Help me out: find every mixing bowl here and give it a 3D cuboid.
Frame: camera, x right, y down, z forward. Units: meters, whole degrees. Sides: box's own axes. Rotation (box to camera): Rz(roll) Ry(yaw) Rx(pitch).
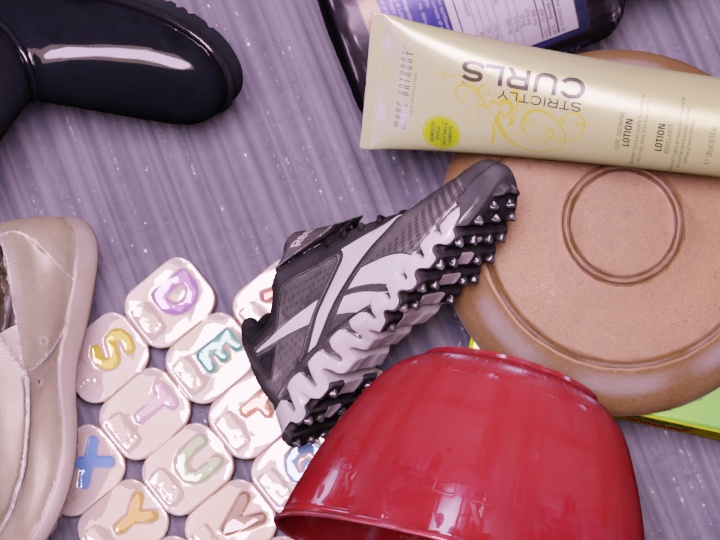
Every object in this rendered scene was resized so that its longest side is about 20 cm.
[{"bbox_3d":[0.063,0.106,0.961,0.198,0.200,0.109,15,75,4],"label":"mixing bowl"}]

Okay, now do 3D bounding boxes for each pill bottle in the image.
[{"bbox_3d":[0.077,-0.165,1.032,0.198,0.112,0.113,-21,82,-1],"label":"pill bottle"}]

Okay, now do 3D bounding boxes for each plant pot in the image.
[{"bbox_3d":[0.140,-0.023,1.005,0.198,0.027,0.202,0,83,3],"label":"plant pot"}]

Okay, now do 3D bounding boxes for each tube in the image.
[{"bbox_3d":[0.099,-0.085,0.977,0.198,0.052,0.059,9,76,4],"label":"tube"}]

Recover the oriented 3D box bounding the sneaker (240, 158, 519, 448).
[{"bbox_3d":[0.000,0.000,0.996,0.091,0.066,0.200,51,119,19],"label":"sneaker"}]

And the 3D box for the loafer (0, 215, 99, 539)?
[{"bbox_3d":[-0.195,0.063,1.026,0.068,0.075,0.202,15,72,-31],"label":"loafer"}]

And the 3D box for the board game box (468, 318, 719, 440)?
[{"bbox_3d":[0.162,0.033,1.034,0.198,0.048,0.103,12,83,4],"label":"board game box"}]

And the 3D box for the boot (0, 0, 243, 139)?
[{"bbox_3d":[-0.185,-0.087,1.018,0.199,0.077,0.169,23,54,11],"label":"boot"}]

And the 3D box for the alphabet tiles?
[{"bbox_3d":[-0.078,0.097,1.054,0.195,0.015,0.200,-38,82,-3],"label":"alphabet tiles"}]
